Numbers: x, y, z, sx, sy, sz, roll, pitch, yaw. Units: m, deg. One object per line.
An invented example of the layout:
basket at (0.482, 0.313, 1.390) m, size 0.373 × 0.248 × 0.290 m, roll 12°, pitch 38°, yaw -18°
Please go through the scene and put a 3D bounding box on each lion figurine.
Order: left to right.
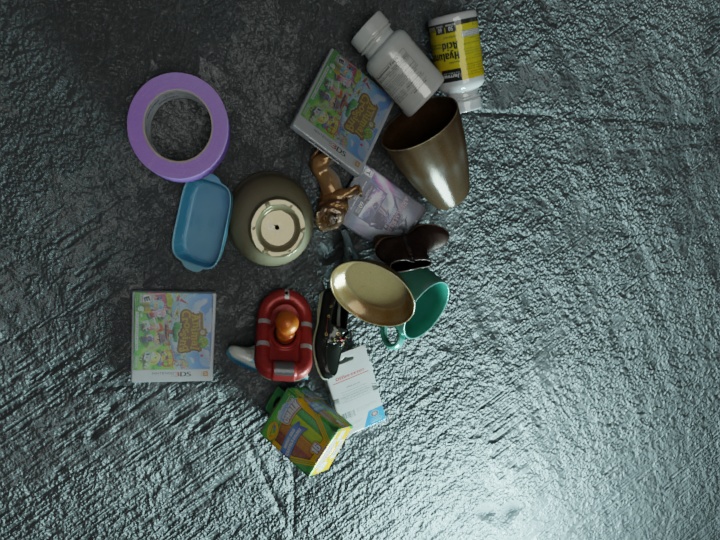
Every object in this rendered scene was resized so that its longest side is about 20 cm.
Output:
lion figurine at (-0.067, -0.196, 1.457) m, size 0.119 × 0.072 × 0.206 m, roll -20°, pitch 87°, yaw 0°

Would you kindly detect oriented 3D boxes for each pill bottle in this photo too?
pill bottle at (0.076, -0.441, 1.409) m, size 0.114 × 0.114 × 0.200 m, roll -44°, pitch 100°, yaw -2°
pill bottle at (0.215, -0.456, 1.458) m, size 0.108 × 0.111 × 0.206 m, roll -16°, pitch 107°, yaw -13°

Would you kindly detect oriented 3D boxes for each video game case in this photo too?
video game case at (-0.409, 0.145, 1.453) m, size 0.176 × 0.022 × 0.207 m, roll 1°, pitch 102°, yaw -18°
video game case at (-0.034, -0.335, 1.411) m, size 0.180 × 0.022 × 0.204 m, roll 33°, pitch 70°, yaw -22°
video game case at (0.045, -0.135, 1.532) m, size 0.197 × 0.019 × 0.145 m, roll 31°, pitch 92°, yaw -21°

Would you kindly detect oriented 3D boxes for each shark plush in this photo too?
shark plush at (0.000, 0.000, 1.514) m, size 0.088 × 0.083 × 0.207 m, roll -9°, pitch 106°, yaw -15°

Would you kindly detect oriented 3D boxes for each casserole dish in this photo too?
casserole dish at (-0.326, -0.100, 1.389) m, size 0.118 × 0.039 × 0.207 m, roll 17°, pitch 98°, yaw 15°

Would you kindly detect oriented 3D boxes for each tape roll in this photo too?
tape roll at (-0.358, -0.282, 1.318) m, size 0.193 × 0.066 × 0.208 m, roll 0°, pitch 91°, yaw -7°

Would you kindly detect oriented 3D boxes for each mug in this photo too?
mug at (0.105, 0.070, 1.529) m, size 0.183 × 0.114 × 0.154 m, roll -37°, pitch 144°, yaw -22°

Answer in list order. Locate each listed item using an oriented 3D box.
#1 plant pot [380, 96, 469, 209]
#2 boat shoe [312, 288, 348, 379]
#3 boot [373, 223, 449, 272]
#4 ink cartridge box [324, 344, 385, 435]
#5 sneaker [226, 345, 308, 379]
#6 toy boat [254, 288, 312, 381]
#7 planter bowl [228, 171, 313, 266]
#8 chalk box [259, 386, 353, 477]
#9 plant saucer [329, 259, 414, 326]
plant pot at (0.167, -0.244, 1.473) m, size 0.185 × 0.187 × 0.202 m, roll -36°, pitch 124°, yaw -6°
boat shoe at (-0.062, 0.140, 1.489) m, size 0.073 × 0.062 × 0.208 m, roll 28°, pitch 60°, yaw -50°
boot at (0.132, -0.042, 1.480) m, size 0.193 × 0.167 × 0.075 m, roll -7°, pitch 115°, yaw -14°
ink cartridge box at (-0.022, 0.275, 1.582) m, size 0.113 × 0.067 × 0.206 m, roll -19°, pitch 108°, yaw -11°
sneaker at (-0.207, 0.193, 1.508) m, size 0.194 × 0.076 × 0.084 m, roll 14°, pitch 76°, yaw -16°
toy boat at (-0.162, 0.129, 1.434) m, size 0.126 × 0.132 × 0.206 m, roll 4°, pitch 58°, yaw -11°
planter bowl at (-0.184, -0.099, 1.406) m, size 0.193 × 0.135 × 0.207 m, roll -4°, pitch 105°, yaw -16°
chalk box at (-0.137, 0.349, 1.512) m, size 0.198 × 0.123 × 0.126 m, roll 34°, pitch 93°, yaw 19°
plant saucer at (0.029, 0.041, 1.427) m, size 0.200 × 0.198 × 0.036 m, roll 44°, pitch 49°, yaw -21°
